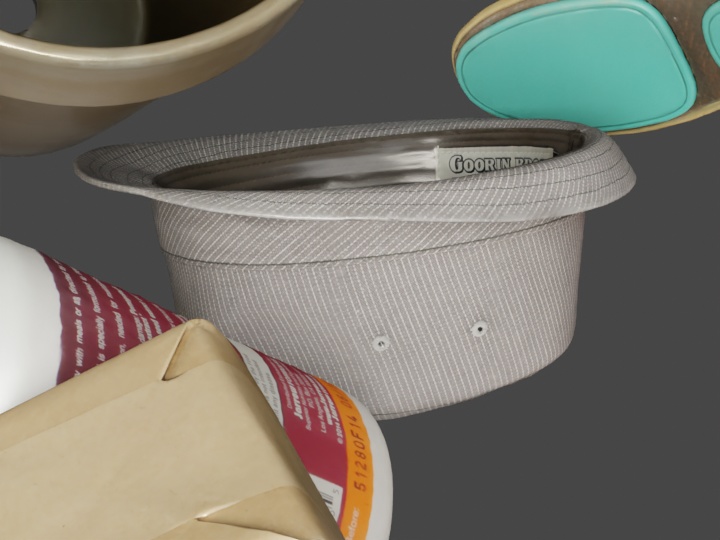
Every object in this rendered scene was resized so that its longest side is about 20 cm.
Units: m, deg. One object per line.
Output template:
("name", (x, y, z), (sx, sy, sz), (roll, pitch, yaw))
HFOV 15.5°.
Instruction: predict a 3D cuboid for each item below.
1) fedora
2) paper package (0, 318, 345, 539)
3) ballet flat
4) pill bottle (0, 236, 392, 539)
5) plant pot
("fedora", (0.000, 0.000, 0.942), (0.199, 0.177, 0.091), (-7, 101, -18))
("paper package", (-0.073, 0.146, 0.730), (0.190, 0.201, 0.104), (-26, 39, -4))
("ballet flat", (0.132, -0.095, 1.001), (0.063, 0.199, 0.069), (-57, 133, -46))
("pill bottle", (-0.095, 0.055, 0.794), (0.199, 0.109, 0.110), (26, 62, -33))
("plant pot", (-0.111, -0.127, 0.929), (0.199, 0.174, 0.201), (5, 68, -14))
